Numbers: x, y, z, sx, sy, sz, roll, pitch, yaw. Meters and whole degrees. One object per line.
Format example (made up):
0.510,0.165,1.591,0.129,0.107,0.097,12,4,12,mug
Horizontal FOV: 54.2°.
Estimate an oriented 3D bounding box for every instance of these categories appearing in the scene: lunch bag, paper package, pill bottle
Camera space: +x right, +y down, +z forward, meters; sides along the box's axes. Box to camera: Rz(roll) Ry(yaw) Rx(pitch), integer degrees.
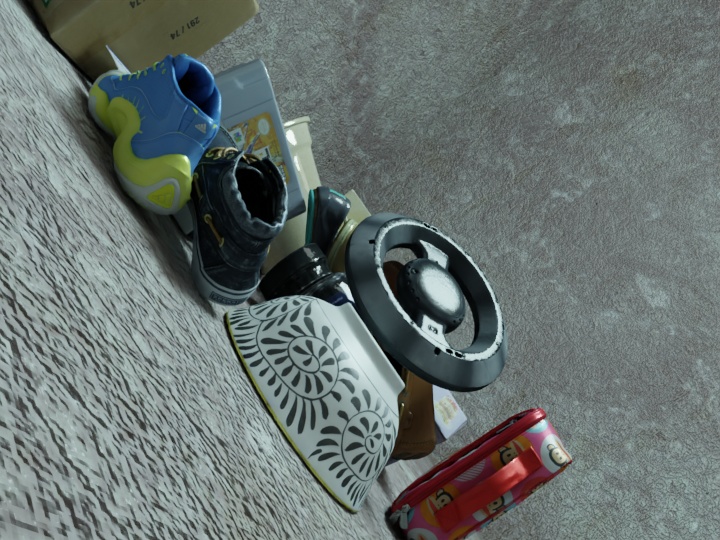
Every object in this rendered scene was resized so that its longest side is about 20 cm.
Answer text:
0.127,0.228,0.747,0.083,0.197,0.176,57,-1,15,lunch bag
-0.222,-0.293,0.721,0.105,0.198,0.191,53,-2,10,paper package
-0.028,0.077,0.796,0.202,0.111,0.112,55,-2,9,pill bottle

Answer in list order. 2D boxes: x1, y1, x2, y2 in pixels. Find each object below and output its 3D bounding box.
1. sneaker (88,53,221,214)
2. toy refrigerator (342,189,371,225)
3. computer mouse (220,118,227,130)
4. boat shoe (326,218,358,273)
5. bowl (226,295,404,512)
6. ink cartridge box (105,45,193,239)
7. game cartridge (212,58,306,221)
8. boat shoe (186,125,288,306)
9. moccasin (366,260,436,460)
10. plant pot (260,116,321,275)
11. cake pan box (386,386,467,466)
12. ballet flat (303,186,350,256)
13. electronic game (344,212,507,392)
-0.160,-0.135,0.578,0.075,0.105,0.201,28,20,-46,sneaker
-0.069,-0.041,1.190,0.071,0.198,0.076,53,-3,10,toy refrigerator
-0.149,-0.119,0.723,0.202,0.052,0.139,56,-1,10,computer mouse
0.000,0.000,0.921,0.065,0.075,0.201,30,-16,14,boat shoe
-0.021,0.092,0.609,0.203,0.093,0.201,56,-2,2,bowl
-0.199,-0.116,0.704,0.203,0.039,0.100,57,-1,9,ink cartridge box
-0.147,-0.131,0.843,0.041,0.131,0.204,37,-30,49,game cartridge
-0.104,-0.076,0.586,0.069,0.091,0.204,11,44,-33,boat shoe
0.029,0.085,0.711,0.076,0.073,0.208,16,64,-31,moccasin
-0.129,-0.105,1.077,0.200,0.196,0.188,-139,-156,-82,plant pot
0.028,0.148,0.929,0.202,0.052,0.184,55,-35,9,cake pan box
-0.052,-0.022,0.956,0.074,0.071,0.204,52,-40,37,ballet flat
0.068,0.026,0.689,0.196,0.042,0.204,25,40,-23,electronic game
